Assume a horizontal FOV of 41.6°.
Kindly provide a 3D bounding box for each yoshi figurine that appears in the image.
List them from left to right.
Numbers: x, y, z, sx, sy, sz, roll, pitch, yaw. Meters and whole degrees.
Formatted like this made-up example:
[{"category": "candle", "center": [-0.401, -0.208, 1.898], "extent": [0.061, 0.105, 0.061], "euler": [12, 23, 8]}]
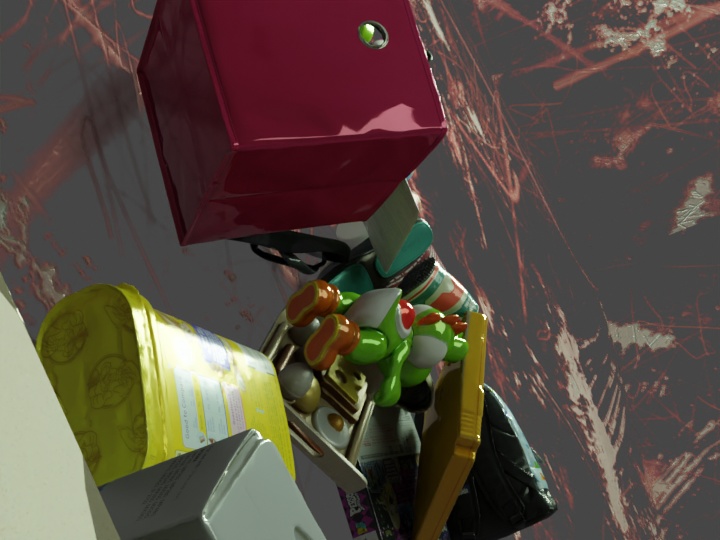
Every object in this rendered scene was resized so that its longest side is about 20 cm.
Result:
[{"category": "yoshi figurine", "center": [0.018, 0.076, 0.943], "extent": [0.199, 0.112, 0.113], "euler": [13, 84, -39]}]

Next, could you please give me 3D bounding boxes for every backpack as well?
[{"category": "backpack", "center": [0.142, 0.239, 1.197], "extent": [0.201, 0.162, 0.154], "euler": [66, 10, 16]}]

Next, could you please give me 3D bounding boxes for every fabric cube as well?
[{"category": "fabric cube", "center": [-0.072, -0.159, 0.859], "extent": [0.198, 0.200, 0.198], "euler": [-8, 72, -26]}]

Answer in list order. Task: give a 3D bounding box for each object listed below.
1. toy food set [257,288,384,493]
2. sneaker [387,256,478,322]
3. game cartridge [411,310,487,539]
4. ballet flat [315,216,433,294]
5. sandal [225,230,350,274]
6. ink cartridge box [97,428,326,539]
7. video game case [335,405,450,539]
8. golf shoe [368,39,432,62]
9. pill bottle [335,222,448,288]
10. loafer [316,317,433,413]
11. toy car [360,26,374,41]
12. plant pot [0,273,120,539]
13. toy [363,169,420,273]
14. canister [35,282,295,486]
[{"category": "toy food set", "center": [-0.031, 0.110, 0.934], "extent": [0.143, 0.060, 0.200], "euler": [44, 25, -9]}, {"category": "sneaker", "center": [0.067, 0.059, 1.128], "extent": [0.093, 0.200, 0.071], "euler": [37, 57, -6]}, {"category": "game cartridge", "center": [0.098, 0.172, 1.025], "extent": [0.201, 0.032, 0.177], "euler": [-80, -175, -51]}, {"category": "ballet flat", "center": [0.000, 0.000, 1.123], "extent": [0.200, 0.073, 0.073], "euler": [-38, 109, -24]}, {"category": "sandal", "center": [-0.084, -0.022, 1.005], "extent": [0.200, 0.076, 0.043], "euler": [9, 90, -56]}, {"category": "ink cartridge box", "center": [-0.113, 0.189, 0.489], "extent": [0.146, 0.199, 0.083], "euler": [63, 20, -12]}, {"category": "video game case", "center": [0.029, 0.233, 1.055], "extent": [0.200, 0.036, 0.182], "euler": [15, 53, -66]}, {"category": "golf shoe", "center": [0.073, -0.405, 1.782], "extent": [0.073, 0.092, 0.200], "euler": [69, 21, 0]}, {"category": "pill bottle", "center": [0.053, 0.007, 1.249], "extent": [0.201, 0.112, 0.113], "euler": [57, 22, -28]}, {"category": "loafer", "center": [0.023, 0.097, 1.073], "extent": [0.200, 0.076, 0.068], "euler": [38, 4, -33]}, {"category": "toy car", "center": [-0.043, -0.486, 1.505], "extent": [0.164, 0.158, 0.201], "euler": [21, 37, -50]}, {"category": "plant pot", "center": [-0.214, 0.132, 0.323], "extent": [0.177, 0.199, 0.201], "euler": [-28, 94, -59]}, {"category": "toy", "center": [0.034, -0.083, 1.006], "extent": [0.200, 0.047, 0.116], "euler": [108, -41, -73]}, {"category": "canister", "center": [-0.134, 0.108, 0.696], "extent": [0.200, 0.086, 0.149], "euler": [34, 38, -59]}]
